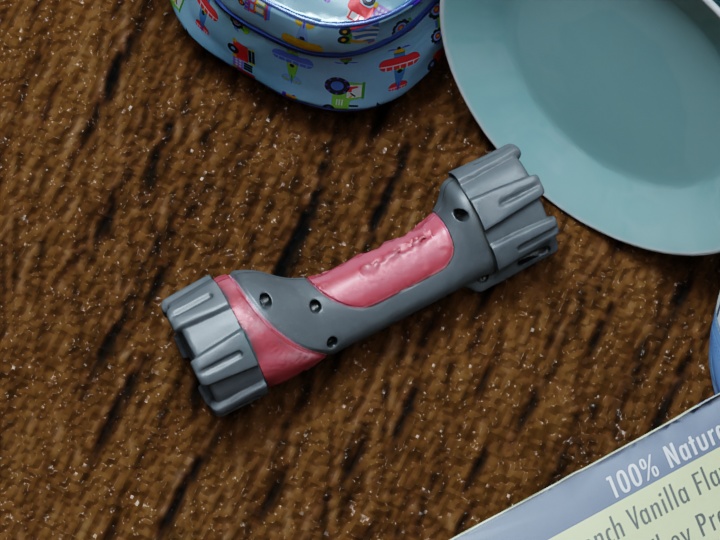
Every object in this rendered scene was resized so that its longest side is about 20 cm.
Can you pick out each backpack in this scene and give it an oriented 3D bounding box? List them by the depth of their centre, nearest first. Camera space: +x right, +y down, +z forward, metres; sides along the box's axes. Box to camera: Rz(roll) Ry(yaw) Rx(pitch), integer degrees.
[{"bbox_3d":[-0.009,-0.196,1.058,0.182,0.135,0.201,31,78,10],"label":"backpack"}]

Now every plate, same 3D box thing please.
[{"bbox_3d":[0.125,-0.092,0.996,0.200,0.201,0.026,37,59,11],"label":"plate"}]

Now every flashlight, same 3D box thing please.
[{"bbox_3d":[0.000,0.000,1.031,0.199,0.068,0.068,-28,72,-7],"label":"flashlight"}]

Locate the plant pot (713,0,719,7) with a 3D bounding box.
[{"bbox_3d":[0.221,-0.181,1.044,0.198,0.142,0.142,-10,60,-10],"label":"plant pot"}]

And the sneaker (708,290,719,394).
[{"bbox_3d":[0.215,0.003,1.022,0.073,0.082,0.202,1,74,-1],"label":"sneaker"}]

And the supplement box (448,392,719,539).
[{"bbox_3d":[0.125,0.199,0.932,0.199,0.134,0.201,-27,75,-8],"label":"supplement box"}]
